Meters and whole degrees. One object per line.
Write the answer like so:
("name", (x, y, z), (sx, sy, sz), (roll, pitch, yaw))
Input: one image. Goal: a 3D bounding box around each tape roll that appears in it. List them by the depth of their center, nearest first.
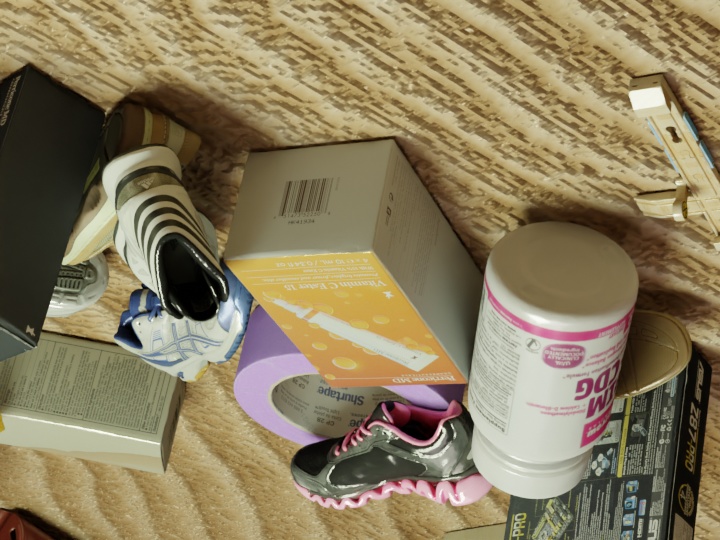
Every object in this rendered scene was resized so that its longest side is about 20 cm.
("tape roll", (-0.008, 0.094, 1.561), (0.199, 0.066, 0.200), (8, 150, 5))

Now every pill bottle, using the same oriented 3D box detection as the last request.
("pill bottle", (0.142, 0.072, 1.361), (0.113, 0.114, 0.201), (9, 131, 5))

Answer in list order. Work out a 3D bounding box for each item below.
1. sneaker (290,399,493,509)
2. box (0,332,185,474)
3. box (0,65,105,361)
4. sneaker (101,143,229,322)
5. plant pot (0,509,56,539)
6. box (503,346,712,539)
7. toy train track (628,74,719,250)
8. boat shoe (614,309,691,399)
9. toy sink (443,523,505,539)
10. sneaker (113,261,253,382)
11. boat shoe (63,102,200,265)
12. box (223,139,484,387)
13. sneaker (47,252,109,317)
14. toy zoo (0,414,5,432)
("sneaker", (0.021, 0.148, 1.526), (0.199, 0.079, 0.096), (-7, 124, 29))
("box", (-0.271, 0.119, 1.673), (0.199, 0.095, 0.078), (11, 151, 4))
("box", (-0.276, -0.030, 1.302), (0.141, 0.201, 0.079), (-19, 139, 42))
("sneaker", (-0.136, 0.004, 1.315), (0.075, 0.116, 0.201), (-20, 153, -2))
("plant pot", (-0.398, 0.398, 2.121), (0.200, 0.202, 0.195), (-11, 136, 35))
("box", (0.202, 0.166, 1.472), (0.161, 0.201, 0.049), (-12, 143, 35))
("toy train track", (0.230, -0.062, 1.233), (0.114, 0.033, 0.200), (-6, 145, 29))
("boat shoe", (0.192, 0.070, 1.458), (0.199, 0.072, 0.064), (-15, 178, 42))
("toy sink", (0.177, 0.374, 1.917), (0.112, 0.131, 0.200), (-16, 141, 40))
("sneaker", (-0.151, 0.039, 1.506), (0.088, 0.076, 0.200), (21, 149, -16))
("boat shoe", (-0.180, -0.054, 1.366), (0.076, 0.072, 0.200), (11, 153, -24))
("box", (0.000, 0.000, 1.359), (0.124, 0.098, 0.200), (-4, 148, 25))
("sneaker", (-0.317, 0.003, 1.506), (0.199, 0.078, 0.099), (18, 154, -9))
("toy zoo", (-0.395, 0.089, 1.612), (0.131, 0.020, 0.201), (-9, 105, 32))
